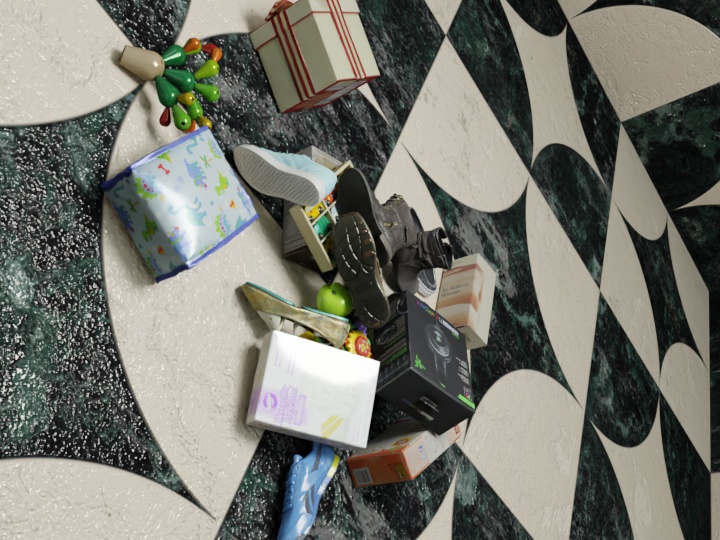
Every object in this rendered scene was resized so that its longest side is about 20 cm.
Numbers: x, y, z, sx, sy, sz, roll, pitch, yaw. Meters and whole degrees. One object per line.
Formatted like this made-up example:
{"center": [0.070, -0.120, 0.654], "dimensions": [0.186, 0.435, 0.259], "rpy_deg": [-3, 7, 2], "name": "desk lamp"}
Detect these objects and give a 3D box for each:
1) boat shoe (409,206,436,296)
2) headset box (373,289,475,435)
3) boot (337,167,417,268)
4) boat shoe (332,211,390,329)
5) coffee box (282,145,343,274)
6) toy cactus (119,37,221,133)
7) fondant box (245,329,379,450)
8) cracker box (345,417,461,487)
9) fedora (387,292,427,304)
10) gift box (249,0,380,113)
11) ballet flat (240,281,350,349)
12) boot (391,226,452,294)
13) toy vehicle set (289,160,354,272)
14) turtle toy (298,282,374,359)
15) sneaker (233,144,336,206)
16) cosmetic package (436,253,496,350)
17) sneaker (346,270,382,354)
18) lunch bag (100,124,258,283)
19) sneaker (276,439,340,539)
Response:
{"center": [0.131, -0.043, 1.720], "dimensions": [0.071, 0.067, 0.204], "rpy_deg": [-30, 100, -53], "name": "boat shoe"}
{"center": [0.111, 0.170, 1.409], "dimensions": [0.173, 0.092, 0.203], "rpy_deg": [37, 32, -27], "name": "headset box"}
{"center": [0.038, -0.110, 1.461], "dimensions": [0.174, 0.068, 0.204], "rpy_deg": [-41, 114, -58], "name": "boot"}
{"center": [0.000, 0.000, 1.372], "dimensions": [0.074, 0.074, 0.205], "rpy_deg": [-81, 158, -81], "name": "boat shoe"}
{"center": [-0.080, -0.110, 1.460], "dimensions": [0.112, 0.079, 0.205], "rpy_deg": [23, 58, -47], "name": "coffee box"}
{"center": [-0.305, -0.311, 1.263], "dimensions": [0.162, 0.102, 0.205], "rpy_deg": [19, 61, -25], "name": "toy cactus"}
{"center": [-0.075, 0.197, 1.276], "dimensions": [0.196, 0.058, 0.148], "rpy_deg": [18, 69, -19], "name": "fondant box"}
{"center": [0.083, 0.326, 1.445], "dimensions": [0.199, 0.132, 0.059], "rpy_deg": [-23, 93, -53], "name": "cracker box"}
{"center": [0.121, 0.136, 1.608], "dimensions": [0.199, 0.090, 0.205], "rpy_deg": [26, 55, -45], "name": "fedora"}
{"center": [-0.075, -0.434, 1.514], "dimensions": [0.184, 0.197, 0.191], "rpy_deg": [-26, 95, -58], "name": "gift box"}
{"center": [-0.113, 0.082, 1.306], "dimensions": [0.196, 0.071, 0.072], "rpy_deg": [21, 53, -9], "name": "ballet flat"}
{"center": [0.129, -0.010, 1.611], "dimensions": [0.201, 0.129, 0.071], "rpy_deg": [65, 36, -51], "name": "boot"}
{"center": [-0.043, -0.101, 1.414], "dimensions": [0.126, 0.026, 0.200], "rpy_deg": [61, 37, -16], "name": "toy vehicle set"}
{"center": [-0.037, 0.123, 1.400], "dimensions": [0.145, 0.100, 0.205], "rpy_deg": [-19, 90, -54], "name": "turtle toy"}
{"center": [-0.127, -0.171, 1.352], "dimensions": [0.082, 0.197, 0.075], "rpy_deg": [-38, 148, -45], "name": "sneaker"}
{"center": [0.237, 0.074, 1.782], "dimensions": [0.087, 0.102, 0.203], "rpy_deg": [44, 43, -32], "name": "cosmetic package"}
{"center": [0.001, 0.068, 1.512], "dimensions": [0.084, 0.077, 0.205], "rpy_deg": [6, 63, -40], "name": "sneaker"}
{"center": [-0.260, -0.107, 1.186], "dimensions": [0.200, 0.126, 0.173], "rpy_deg": [-41, 108, -41], "name": "lunch bag"}
{"center": [-0.101, 0.353, 1.258], "dimensions": [0.078, 0.066, 0.202], "rpy_deg": [43, 43, -16], "name": "sneaker"}
